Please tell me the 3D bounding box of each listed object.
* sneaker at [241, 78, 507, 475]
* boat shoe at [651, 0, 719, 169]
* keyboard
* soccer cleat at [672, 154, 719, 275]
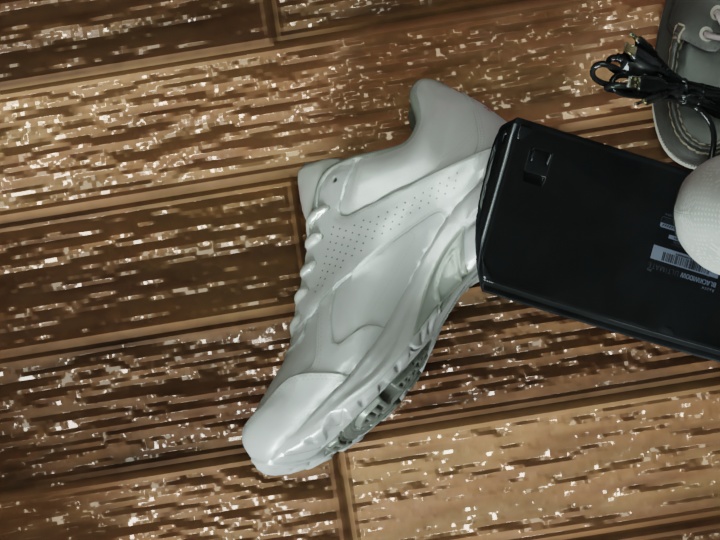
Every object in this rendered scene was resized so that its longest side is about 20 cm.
[{"bbox_3d":[0.000,0.000,0.988,0.099,0.078,0.200,36,78,11],"label":"sneaker"},{"bbox_3d":[0.185,-0.145,0.994,0.066,0.057,0.201,23,86,3],"label":"boat shoe"},{"bbox_3d":[0.149,-0.029,0.972,0.198,0.021,0.128,16,90,-20],"label":"keyboard"},{"bbox_3d":[0.235,-0.021,0.945,0.198,0.086,0.071,-4,96,-19],"label":"soccer cleat"}]
